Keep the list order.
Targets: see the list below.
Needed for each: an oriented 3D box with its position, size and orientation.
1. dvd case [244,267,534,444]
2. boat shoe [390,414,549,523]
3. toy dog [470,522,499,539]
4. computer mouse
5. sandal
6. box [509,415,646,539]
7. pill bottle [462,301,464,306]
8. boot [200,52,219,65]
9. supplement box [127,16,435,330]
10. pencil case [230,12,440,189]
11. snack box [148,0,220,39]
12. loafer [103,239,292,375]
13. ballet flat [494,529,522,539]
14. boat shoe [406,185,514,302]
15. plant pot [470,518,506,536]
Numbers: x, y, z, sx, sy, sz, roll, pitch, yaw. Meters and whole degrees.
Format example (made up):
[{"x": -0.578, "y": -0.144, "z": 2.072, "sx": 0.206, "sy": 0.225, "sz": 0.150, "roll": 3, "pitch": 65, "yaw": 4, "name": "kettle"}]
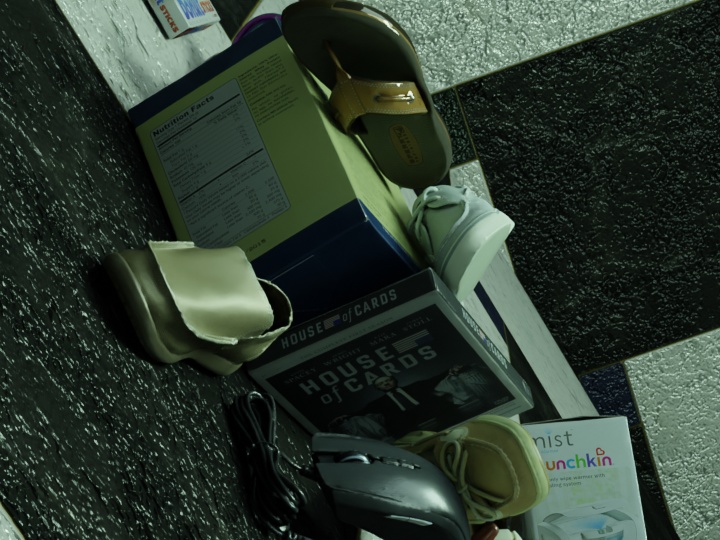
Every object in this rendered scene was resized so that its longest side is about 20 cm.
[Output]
[{"x": 0.024, "y": 0.079, "z": 1.445, "sx": 0.200, "sy": 0.149, "sz": 0.025, "roll": 48, "pitch": 22, "yaw": -53, "name": "dvd case"}, {"x": 0.060, "y": 0.145, "z": 1.391, "sx": 0.200, "sy": 0.063, "sz": 0.074, "roll": -7, "pitch": -73, "yaw": 61, "name": "boat shoe"}, {"x": 0.085, "y": 0.257, "z": 1.379, "sx": 0.201, "sy": 0.096, "sz": 0.132, "roll": 58, "pitch": 9, "yaw": -11, "name": "toy dog"}, {"x": 0.010, "y": 0.148, "z": 1.274, "sx": 0.199, "sy": 0.046, "sz": 0.141, "roll": 32, "pitch": 22, "yaw": -25, "name": "computer mouse"}, {"x": 0.008, "y": -0.117, "z": 1.425, "sx": 0.201, "sy": 0.081, "sz": 0.055, "roll": 60, "pitch": 28, "yaw": -44, "name": "sandal"}, {"x": 0.177, "y": 0.245, "z": 1.634, "sx": 0.201, "sy": 0.096, "sz": 0.178, "roll": 86, "pitch": 0, "yaw": -56, "name": "box"}, {"x": 0.000, "y": 0.000, "z": 1.658, "sx": 0.115, "sy": 0.114, "sz": 0.200, "roll": 53, "pitch": 1, "yaw": -37, "name": "pill bottle"}, {"x": -0.096, "y": -0.172, "z": 1.790, "sx": 0.073, "sy": 0.090, "sz": 0.200, "roll": 56, "pitch": 9, "yaw": -20, "name": "boot"}, {"x": -0.045, "y": -0.036, "z": 1.476, "sx": 0.200, "sy": 0.134, "sz": 0.201, "roll": 47, "pitch": 15, "yaw": -55, "name": "supplement box"}, {"x": -0.021, "y": -0.134, "z": 1.616, "sx": 0.092, "sy": 0.086, "sz": 0.199, "roll": 33, "pitch": 5, "yaw": 41, "name": "pencil case"}, {"x": -0.171, "y": -0.255, "z": 1.860, "sx": 0.072, "sy": 0.024, "sz": 0.200, "roll": 60, "pitch": 8, "yaw": -6, "name": "snack box"}, {"x": -0.097, "y": 0.015, "z": 1.229, "sx": 0.076, "sy": 0.067, "sz": 0.200, "roll": 61, "pitch": 8, "yaw": 13, "name": "loafer"}, {"x": 0.106, "y": 0.237, "z": 1.515, "sx": 0.200, "sy": 0.068, "sz": 0.072, "roll": 93, "pitch": -3, "yaw": -71, "name": "ballet flat"}, {"x": 0.066, "y": -0.026, "z": 1.464, "sx": 0.071, "sy": 0.070, "sz": 0.201, "roll": 33, "pitch": 8, "yaw": 3, "name": "boat shoe"}, {"x": 0.092, "y": 0.186, "z": 1.659, "sx": 0.200, "sy": 0.027, "sz": 0.202, "roll": -9, "pitch": 90, "yaw": -76, "name": "plant pot"}]
